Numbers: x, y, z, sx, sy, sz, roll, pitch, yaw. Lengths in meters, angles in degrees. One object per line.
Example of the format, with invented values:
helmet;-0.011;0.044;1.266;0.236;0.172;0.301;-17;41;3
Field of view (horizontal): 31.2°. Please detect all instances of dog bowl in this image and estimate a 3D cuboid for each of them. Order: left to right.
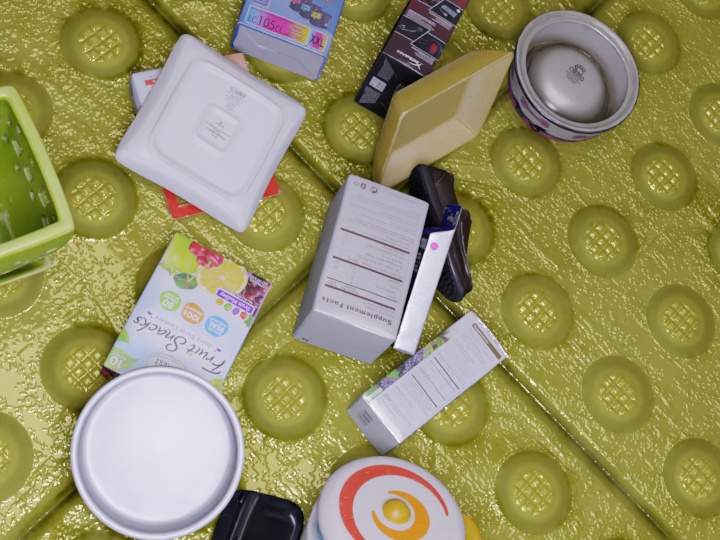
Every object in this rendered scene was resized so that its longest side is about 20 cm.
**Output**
dog bowl;-0.238;0.212;1.520;0.199;0.079;0.201;0;87;-9
dog bowl;0.306;-0.279;1.905;0.199;0.074;0.201;6;68;-15

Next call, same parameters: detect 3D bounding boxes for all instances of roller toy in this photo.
roller toy;0.028;0.321;1.532;0.200;0.140;0.182;35;43;14

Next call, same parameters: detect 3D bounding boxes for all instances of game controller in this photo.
game controller;-0.140;0.360;1.535;0.104;0.042;0.201;14;66;12

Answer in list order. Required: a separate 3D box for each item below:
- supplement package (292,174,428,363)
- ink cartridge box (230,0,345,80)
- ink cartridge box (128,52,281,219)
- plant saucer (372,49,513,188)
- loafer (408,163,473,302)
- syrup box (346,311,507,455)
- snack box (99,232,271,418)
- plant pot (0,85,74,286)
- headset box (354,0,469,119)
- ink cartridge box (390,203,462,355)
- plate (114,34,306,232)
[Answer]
supplement package;0.000;0.000;1.682;0.117;0.117;0.201;19;66;-10
ink cartridge box;-0.091;-0.388;1.821;0.136;0.076;0.201;20;65;-10
ink cartridge box;-0.206;-0.183;1.723;0.161;0.050;0.201;-15;73;-21
plant saucer;0.098;-0.211;1.750;0.200;0.200;0.049;-32;72;-25
loafer;0.125;-0.056;1.766;0.071;0.073;0.201;-7;75;-21
syrup box;0.087;0.146;1.678;0.200;0.079;0.082;-37;84;-25
snack box;-0.217;0.072;1.623;0.142;0.053;0.201;28;66;-5
plant pot;-0.469;-0.072;1.526;0.198;0.182;0.201;-21;77;-23
headset box;0.081;-0.326;1.810;0.075;0.149;0.201;29;64;-4
ink cartridge box;0.080;0.006;1.676;0.037;0.095;0.201;20;92;-9
plate;-0.191;-0.184;1.700;0.199;0.032;0.201;30;75;-15
